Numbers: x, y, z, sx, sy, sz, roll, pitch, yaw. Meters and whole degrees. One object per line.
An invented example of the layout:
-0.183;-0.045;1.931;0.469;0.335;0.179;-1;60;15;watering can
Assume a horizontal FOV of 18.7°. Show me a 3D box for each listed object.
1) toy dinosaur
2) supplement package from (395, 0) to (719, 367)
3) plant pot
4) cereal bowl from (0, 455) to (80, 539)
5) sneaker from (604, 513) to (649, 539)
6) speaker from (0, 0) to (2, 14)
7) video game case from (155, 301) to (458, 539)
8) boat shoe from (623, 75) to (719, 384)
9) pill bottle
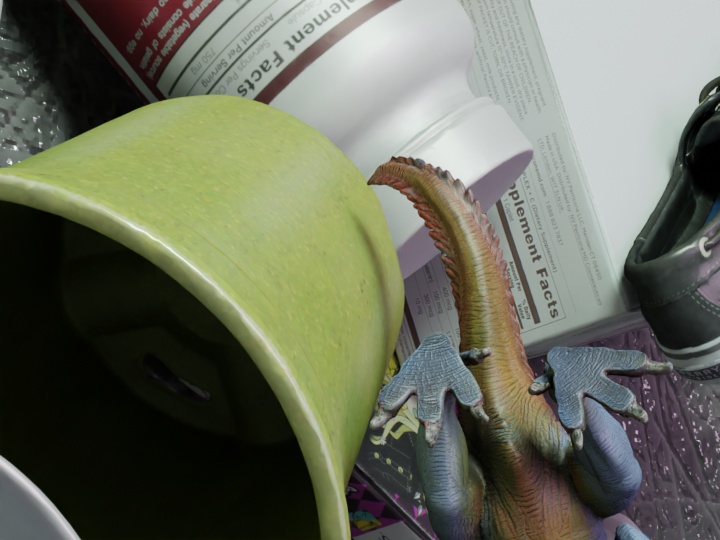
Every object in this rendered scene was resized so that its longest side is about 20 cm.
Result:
0.074;0.088;0.685;0.182;0.104;0.201;68;15;-48;toy dinosaur
0.093;-0.052;0.919;0.199;0.110;0.157;-10;81;-54;supplement package
-0.072;0.033;0.689;0.201;0.199;0.184;58;26;-11;plant pot
-0.162;0.127;0.569;0.199;0.083;0.202;2;86;-26;cereal bowl
0.061;0.151;0.867;0.087;0.075;0.200;49;40;-13;sneaker
-0.159;-0.153;0.745;0.088;0.088;0.201;26;52;-40;speaker
0.000;0.000;0.897;0.181;0.036;0.201;44;42;-27;video game case
0.152;-0.043;0.841;0.057;0.068;0.201;51;43;-24;boat shoe
-0.032;-0.091;0.801;0.200;0.113;0.113;50;36;9;pill bottle
